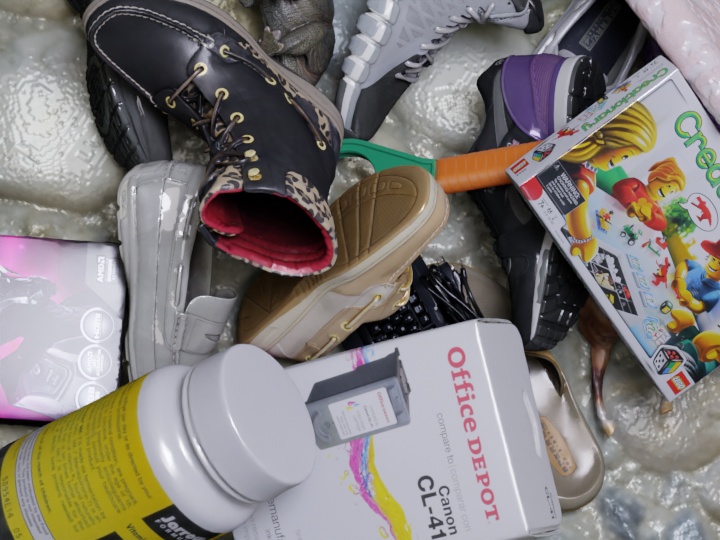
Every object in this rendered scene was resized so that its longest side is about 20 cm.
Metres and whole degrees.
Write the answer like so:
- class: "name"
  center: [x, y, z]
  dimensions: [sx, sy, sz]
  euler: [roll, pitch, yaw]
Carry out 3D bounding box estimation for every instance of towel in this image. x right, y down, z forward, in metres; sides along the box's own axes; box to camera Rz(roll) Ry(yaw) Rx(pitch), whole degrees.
- class: "towel"
  center: [0.234, -0.168, 1.651]
  dimensions: [0.032, 0.191, 0.200]
  euler: [-44, 66, 23]

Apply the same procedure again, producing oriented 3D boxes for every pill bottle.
- class: "pill bottle"
  center: [-0.135, 0.128, 1.551]
  dimensions: [0.200, 0.114, 0.114]
  euler: [-27, 87, 26]

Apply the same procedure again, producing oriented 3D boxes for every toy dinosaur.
- class: "toy dinosaur"
  center: [-0.046, -0.170, 1.672]
  dimensions: [0.102, 0.077, 0.200]
  euler: [-24, 104, -54]

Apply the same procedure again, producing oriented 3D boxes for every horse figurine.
- class: "horse figurine"
  center: [0.213, 0.026, 1.705]
  dimensions: [0.200, 0.050, 0.133]
  euler: [-22, 82, -11]

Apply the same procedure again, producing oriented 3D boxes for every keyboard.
- class: "keyboard"
  center: [0.036, 0.039, 1.648]
  dimensions: [0.104, 0.040, 0.200]
  euler: [-32, 79, 11]

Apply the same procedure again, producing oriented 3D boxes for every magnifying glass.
- class: "magnifying glass"
  center: [0.035, -0.059, 1.643]
  dimensions: [0.200, 0.022, 0.080]
  euler: [-10, 59, 27]

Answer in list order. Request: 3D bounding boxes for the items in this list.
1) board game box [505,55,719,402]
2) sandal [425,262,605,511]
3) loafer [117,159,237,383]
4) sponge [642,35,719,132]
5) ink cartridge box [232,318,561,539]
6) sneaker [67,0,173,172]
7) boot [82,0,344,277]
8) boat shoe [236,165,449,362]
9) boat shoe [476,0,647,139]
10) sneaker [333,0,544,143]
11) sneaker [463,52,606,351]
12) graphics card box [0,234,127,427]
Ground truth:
- class: "board game box"
  center: [0.199, -0.025, 1.604]
  dimensions: [0.126, 0.035, 0.200]
  euler: [-37, 116, 1]
- class: "sandal"
  center: [0.103, 0.076, 1.678]
  dimensions: [0.080, 0.054, 0.200]
  euler: [-35, 89, -13]
- class: "loafer"
  center: [-0.116, 0.027, 1.619]
  dimensions: [0.070, 0.070, 0.200]
  euler: [-2, 101, 14]
- class: "sponge"
  center: [0.263, -0.073, 1.711]
  dimensions: [0.111, 0.030, 0.200]
  euler: [0, 64, -10]
- class: "ink cartridge box"
  center: [0.013, 0.123, 1.598]
  dimensions: [0.200, 0.086, 0.148]
  euler: [-16, 83, 20]
- class: "sneaker"
  center: [-0.145, -0.159, 1.661]
  dimensions: [0.091, 0.076, 0.200]
  euler: [-11, 86, -18]
- class: "boot"
  center: [-0.090, -0.088, 1.567]
  dimensions: [0.200, 0.151, 0.073]
  euler: [35, 120, -28]
- class: "boat shoe"
  center: [0.000, 0.000, 1.615]
  dimensions: [0.069, 0.200, 0.074]
  euler: [27, 48, -27]
- class: "boat shoe"
  center: [0.143, -0.132, 1.709]
  dimensions: [0.074, 0.065, 0.200]
  euler: [28, 78, -5]
- class: "sneaker"
  center: [0.060, -0.162, 1.655]
  dimensions: [0.115, 0.075, 0.200]
  euler: [22, 109, 6]
- class: "sneaker"
  center: [0.110, -0.046, 1.659]
  dimensions: [0.088, 0.076, 0.200]
  euler: [5, 86, 28]
- class: "graphics card box"
  center: [-0.255, 0.038, 1.622]
  dimensions: [0.200, 0.051, 0.126]
  euler: [5, 80, -11]
